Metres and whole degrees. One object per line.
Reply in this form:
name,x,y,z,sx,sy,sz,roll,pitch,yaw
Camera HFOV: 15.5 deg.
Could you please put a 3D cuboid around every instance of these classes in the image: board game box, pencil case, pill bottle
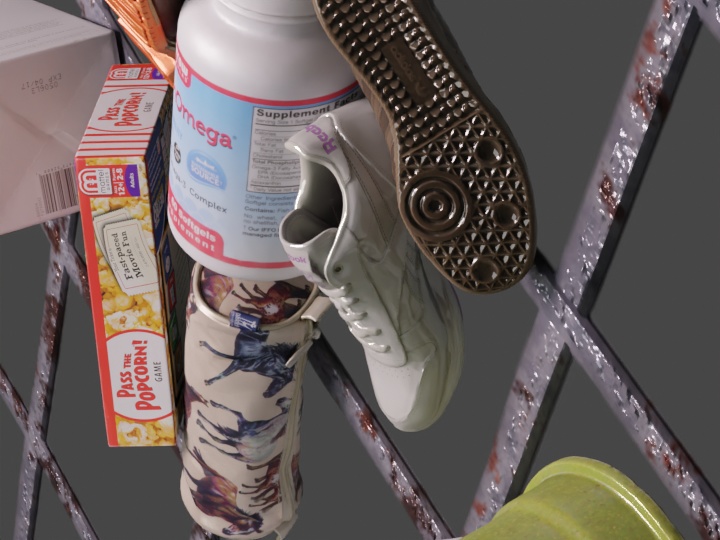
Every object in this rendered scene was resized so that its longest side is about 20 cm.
board game box,-0.137,-0.011,1.683,0.152,0.046,0.200,-80,-13,-64
pencil case,-0.068,0.078,1.651,0.089,0.078,0.200,34,138,29
pill bottle,-0.049,-0.100,1.464,0.109,0.109,0.200,49,146,39

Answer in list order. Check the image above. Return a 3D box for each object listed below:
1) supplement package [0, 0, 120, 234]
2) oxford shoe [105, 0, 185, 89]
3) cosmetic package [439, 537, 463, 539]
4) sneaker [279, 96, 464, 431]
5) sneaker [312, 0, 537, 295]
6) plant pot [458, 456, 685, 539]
supplement package,-0.255,-0.114,1.849,0.200,0.121,0.120,26,130,57
oxford shoe,-0.106,-0.162,1.500,0.071,0.073,0.200,50,177,13
cosmetic package,-0.013,0.218,1.597,0.200,0.113,0.081,-17,90,66
sneaker,0.000,0.000,1.444,0.075,0.100,0.200,25,129,52
sneaker,0.040,-0.087,1.365,0.076,0.070,0.200,-67,-45,-68
plant pot,0.064,0.218,1.360,0.200,0.184,0.200,41,140,46
